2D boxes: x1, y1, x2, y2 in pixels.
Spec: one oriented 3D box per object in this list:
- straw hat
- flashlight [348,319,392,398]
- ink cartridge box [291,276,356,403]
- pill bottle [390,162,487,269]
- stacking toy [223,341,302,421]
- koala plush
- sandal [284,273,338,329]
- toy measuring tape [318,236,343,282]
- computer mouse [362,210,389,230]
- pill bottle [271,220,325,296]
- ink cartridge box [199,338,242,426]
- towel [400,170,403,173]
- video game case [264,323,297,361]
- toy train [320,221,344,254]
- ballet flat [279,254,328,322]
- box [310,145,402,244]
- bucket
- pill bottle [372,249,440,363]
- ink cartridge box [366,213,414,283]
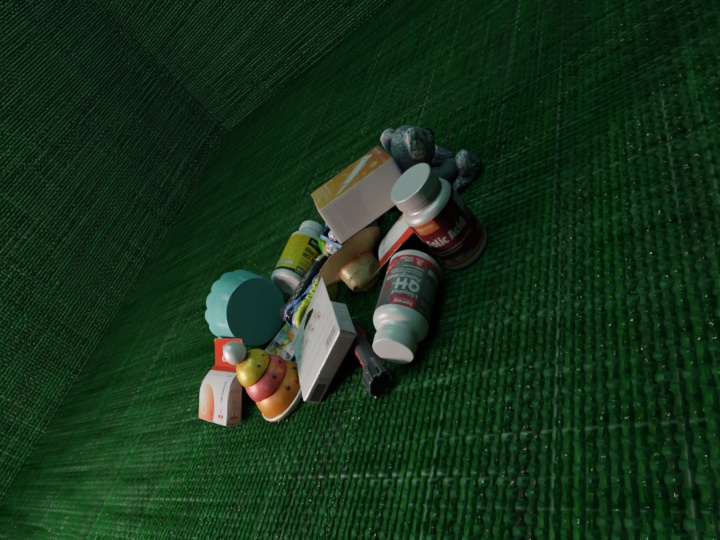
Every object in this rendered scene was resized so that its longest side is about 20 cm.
[{"bbox_3d":[0.000,0.000,1.248,0.201,0.201,0.085,-45,70,6],"label":"straw hat"},{"bbox_3d":[0.005,0.175,1.069,0.068,0.068,0.201,-40,34,4],"label":"flashlight"},{"bbox_3d":[-0.085,0.148,1.141,0.203,0.042,0.175,-63,29,28],"label":"ink cartridge box"},{"bbox_3d":[0.155,-0.106,1.046,0.113,0.200,0.116,-33,32,24],"label":"pill bottle"},{"bbox_3d":[-0.227,0.227,1.181,0.145,0.200,0.148,-33,32,24],"label":"stacking toy"},{"bbox_3d":[0.140,-0.255,1.243,0.185,0.200,0.177,-49,29,-2],"label":"koala plush"},{"bbox_3d":[-0.125,0.071,1.316,0.085,0.081,0.201,-9,30,39],"label":"sandal"},{"bbox_3d":[-0.058,-0.042,1.417,0.073,0.073,0.201,-42,42,9],"label":"toy measuring tape"},{"bbox_3d":[0.036,-0.135,1.330,0.202,0.045,0.142,-60,5,45],"label":"computer mouse"},{"bbox_3d":[-0.165,-0.036,1.495,0.111,0.112,0.204,-15,44,44],"label":"pill bottle"},{"bbox_3d":[-0.354,0.278,1.344,0.160,0.049,0.207,-8,83,50],"label":"ink cartridge box"},{"bbox_3d":[0.098,-0.287,1.451,0.196,0.023,0.144,-25,30,-5],"label":"towel"},{"bbox_3d":[-0.169,0.169,1.358,0.201,0.018,0.143,-51,30,-3],"label":"video game case"},{"bbox_3d":[-0.034,-0.122,1.378,0.201,0.085,0.116,-57,-13,-44],"label":"toy train"},{"bbox_3d":[-0.148,0.043,1.377,0.056,0.066,0.203,28,83,36],"label":"ballet flat"},{"bbox_3d":[-0.002,-0.175,1.212,0.198,0.098,0.125,-35,28,2],"label":"box"},{"bbox_3d":[-0.308,0.105,1.446,0.133,0.207,0.210,7,59,53],"label":"bucket"},{"bbox_3d":[0.086,0.070,1.026,0.109,0.110,0.204,-18,41,41],"label":"pill bottle"},{"bbox_3d":[0.080,-0.079,1.164,0.200,0.050,0.163,-45,-3,-43],"label":"ink cartridge box"}]
